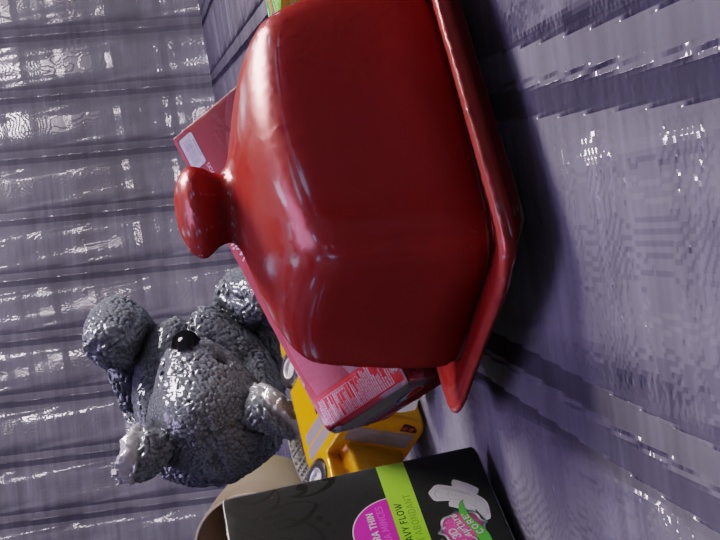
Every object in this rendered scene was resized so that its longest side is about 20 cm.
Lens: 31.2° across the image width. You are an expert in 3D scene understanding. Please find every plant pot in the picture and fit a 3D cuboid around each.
[{"bbox_3d":[-0.134,0.357,1.888,0.200,0.186,0.188,-81,-15,-69],"label":"plant pot"}]

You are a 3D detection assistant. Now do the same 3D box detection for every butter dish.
[{"bbox_3d":[-0.016,-0.039,0.623,0.200,0.147,0.201,96,162,-64],"label":"butter dish"}]

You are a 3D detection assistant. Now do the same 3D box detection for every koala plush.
[{"bbox_3d":[-0.122,0.109,1.039,0.200,0.176,0.185,-143,40,-76],"label":"koala plush"}]

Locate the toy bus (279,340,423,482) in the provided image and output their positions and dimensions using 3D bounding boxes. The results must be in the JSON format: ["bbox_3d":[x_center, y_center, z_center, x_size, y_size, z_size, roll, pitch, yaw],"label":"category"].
[{"bbox_3d":[-0.007,0.087,0.934,0.078,0.065,0.201,-58,33,32],"label":"toy bus"}]

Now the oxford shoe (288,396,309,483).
[{"bbox_3d":[-0.029,0.106,1.153,0.058,0.075,0.201,-15,-78,-58],"label":"oxford shoe"}]

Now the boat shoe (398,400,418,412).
[{"bbox_3d":[0.000,0.000,0.829,0.072,0.068,0.201,-117,20,-65],"label":"boat shoe"}]

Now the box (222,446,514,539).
[{"bbox_3d":[0.020,0.211,0.657,0.200,0.148,0.125,-112,13,-54],"label":"box"}]

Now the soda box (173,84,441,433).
[{"bbox_3d":[-0.026,-0.009,0.749,0.070,0.063,0.201,-2,-119,-62],"label":"soda box"}]

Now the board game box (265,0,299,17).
[{"bbox_3d":[-0.070,-0.271,1.147,0.200,0.030,0.096,108,152,-67],"label":"board game box"}]
